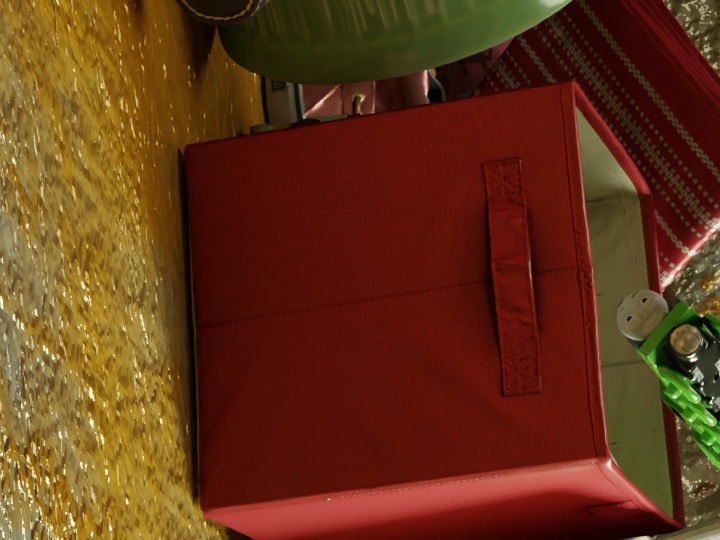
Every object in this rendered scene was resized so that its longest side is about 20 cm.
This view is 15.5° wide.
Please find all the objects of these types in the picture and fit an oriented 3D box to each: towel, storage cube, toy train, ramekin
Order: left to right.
[{"bbox_3d":[0.014,-0.180,1.239,0.200,0.200,0.098,-85,159,-58],"label":"ramekin"},{"bbox_3d":[0.036,0.034,1.181,0.200,0.180,0.171,42,42,-68],"label":"storage cube"},{"bbox_3d":[0.109,-0.047,1.301,0.145,0.022,0.200,54,-45,17],"label":"towel"},{"bbox_3d":[0.158,0.057,1.168,0.056,0.042,0.200,39,-4,31],"label":"toy train"}]

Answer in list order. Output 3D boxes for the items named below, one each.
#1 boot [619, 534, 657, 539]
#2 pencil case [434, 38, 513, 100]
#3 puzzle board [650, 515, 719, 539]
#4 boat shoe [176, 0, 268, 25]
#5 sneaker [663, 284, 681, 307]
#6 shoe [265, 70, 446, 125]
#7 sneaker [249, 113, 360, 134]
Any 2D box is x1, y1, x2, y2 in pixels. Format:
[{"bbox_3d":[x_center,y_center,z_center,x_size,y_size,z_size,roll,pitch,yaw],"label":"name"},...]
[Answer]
[{"bbox_3d":[0.089,0.055,1.298,0.074,0.075,0.200,6,58,-58],"label":"boot"},{"bbox_3d":[0.064,-0.176,1.463,0.083,0.086,0.200,-148,-137,-70],"label":"pencil case"},{"bbox_3d":[0.070,0.164,1.206,0.151,0.200,0.017,-8,70,-57],"label":"puzzle board"},{"bbox_3d":[-0.074,-0.172,1.028,0.065,0.072,0.200,-70,159,-46],"label":"boat shoe"},{"bbox_3d":[0.122,-0.001,1.406,0.200,0.070,0.076,-140,-138,-74],"label":"sneaker"},{"bbox_3d":[0.009,-0.043,1.470,0.200,0.091,0.072,77,10,-45],"label":"shoe"},{"bbox_3d":[0.000,0.000,1.365,0.200,0.090,0.075,75,12,-50],"label":"sneaker"}]
